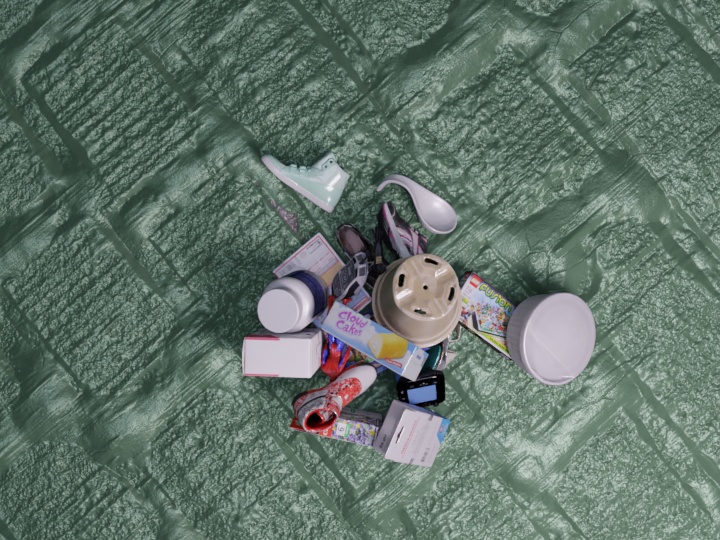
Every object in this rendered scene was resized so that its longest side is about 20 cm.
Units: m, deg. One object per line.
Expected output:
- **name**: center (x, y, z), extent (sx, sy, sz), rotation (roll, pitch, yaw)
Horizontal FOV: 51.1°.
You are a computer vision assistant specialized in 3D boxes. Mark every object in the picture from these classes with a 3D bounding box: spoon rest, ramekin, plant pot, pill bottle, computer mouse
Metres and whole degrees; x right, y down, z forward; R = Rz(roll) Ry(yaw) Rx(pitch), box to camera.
- **spoon rest**: center (0.133, -0.155, 1.708), extent (0.199, 0.061, 0.100), rotation (33, 51, 3)
- **ramekin**: center (0.411, 0.144, 1.657), extent (0.200, 0.094, 0.205), rotation (-2, 95, -26)
- **plant pot**: center (0.124, 0.050, 1.547), extent (0.198, 0.184, 0.203), rotation (0, 79, -1)
- **pill bottle**: center (-0.147, 0.069, 1.617), extent (0.118, 0.200, 0.121), rotation (1, 97, 11)
- **computer mouse**: center (0.000, 0.000, 1.656), extent (0.043, 0.200, 0.111), rotation (13, 51, -30)

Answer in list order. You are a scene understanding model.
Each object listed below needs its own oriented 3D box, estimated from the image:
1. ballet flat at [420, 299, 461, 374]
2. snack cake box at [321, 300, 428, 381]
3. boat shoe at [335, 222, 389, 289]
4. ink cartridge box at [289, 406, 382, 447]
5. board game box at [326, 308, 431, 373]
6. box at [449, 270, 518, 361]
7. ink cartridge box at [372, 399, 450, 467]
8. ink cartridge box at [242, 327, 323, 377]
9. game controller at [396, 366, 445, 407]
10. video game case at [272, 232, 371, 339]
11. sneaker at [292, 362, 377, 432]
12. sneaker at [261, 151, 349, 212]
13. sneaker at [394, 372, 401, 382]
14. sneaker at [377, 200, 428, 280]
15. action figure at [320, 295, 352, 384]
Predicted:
- **ballet flat**: center (0.190, 0.165, 1.702), extent (0.071, 0.072, 0.203), rotation (13, 89, 1)
- **snack cake box**: center (0.030, 0.145, 1.530), extent (0.199, 0.115, 0.068), rotation (28, 86, 21)
- **boat shoe**: center (0.014, -0.023, 1.708), extent (0.072, 0.068, 0.201), rotation (-39, 90, -3)
- **ink cartridge box**: center (-0.052, 0.335, 1.670), extent (0.197, 0.109, 0.051), rotation (12, 94, 1)
- **board game box**: center (0.039, 0.154, 1.667), extent (0.198, 0.034, 0.137), rotation (-27, 80, 14)
- **box**: center (0.290, 0.102, 1.684), extent (0.199, 0.035, 0.111), rotation (35, 79, -14)
- **ink cartridge box**: center (0.103, 0.351, 1.628), extent (0.066, 0.199, 0.117), rotation (22, 86, 39)
- **ink cartridge box**: center (-0.163, 0.174, 1.626), extent (0.144, 0.200, 0.084), rotation (1, 92, 4)
- **game controller**: center (0.133, 0.263, 1.637), extent (0.103, 0.201, 0.042), rotation (-20, 63, -2)
- **video game case**: center (-0.087, 0.035, 1.729), extent (0.143, 0.017, 0.201), rotation (-39, 88, -2)
- **sneaker**: center (-0.043, 0.273, 1.589), extent (0.199, 0.108, 0.068), rotation (-24, 112, -8)
- **sneaker**: center (-0.120, -0.234, 1.711), extent (0.199, 0.074, 0.119), rotation (32, 94, -8)
- **sneaker**: center (0.082, 0.162, 1.706), extent (0.077, 0.066, 0.203), rotation (1, 88, 13)
- **sneaker**: center (0.108, -0.066, 1.715), extent (0.086, 0.080, 0.202), rotation (-24, 92, -18)
- **action figure**: center (-0.051, 0.158, 1.651), extent (0.065, 0.052, 0.203), rotation (9, 95, 23)
